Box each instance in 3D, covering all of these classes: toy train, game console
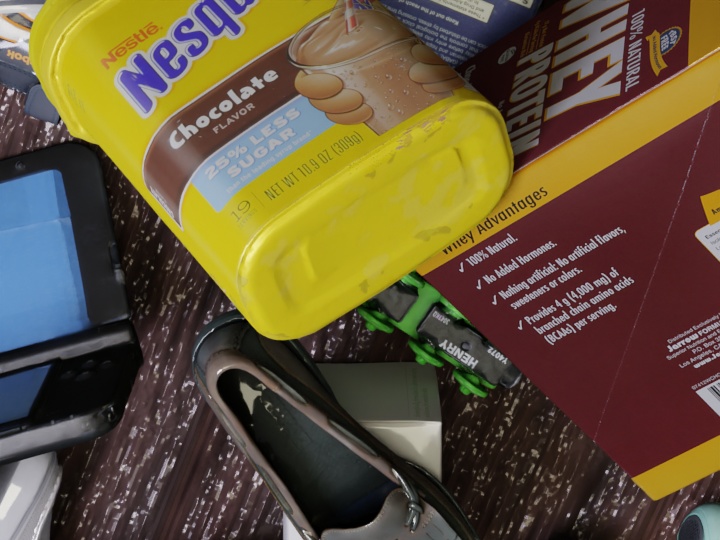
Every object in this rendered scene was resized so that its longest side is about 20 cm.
[{"bbox_3d":[0.000,0.000,1.118,0.200,0.056,0.042,34,97,-8],"label":"toy train"},{"bbox_3d":[-0.221,0.029,1.063,0.199,0.176,0.117,-16,104,4],"label":"game console"}]

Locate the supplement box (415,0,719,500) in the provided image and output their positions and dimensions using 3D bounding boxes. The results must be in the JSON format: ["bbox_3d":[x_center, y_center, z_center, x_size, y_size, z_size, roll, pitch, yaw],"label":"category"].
[{"bbox_3d":[0.158,-0.032,1.016,0.197,0.133,0.200,-31,117,32],"label":"supplement box"}]

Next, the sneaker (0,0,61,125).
[{"bbox_3d":[-0.162,-0.111,1.078,0.199,0.078,0.080,-1,99,-1],"label":"sneaker"}]

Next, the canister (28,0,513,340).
[{"bbox_3d":[-0.042,-0.075,0.966,0.148,0.200,0.087,-33,139,-12],"label":"canister"}]

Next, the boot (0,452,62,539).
[{"bbox_3d":[-0.181,0.186,1.167,0.095,0.074,0.200,23,112,-12],"label":"boot"}]

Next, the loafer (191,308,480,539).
[{"bbox_3d":[-0.011,0.107,1.033,0.072,0.063,0.200,-40,101,9],"label":"loafer"}]

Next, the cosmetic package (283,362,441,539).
[{"bbox_3d":[0.000,0.157,1.134,0.085,0.108,0.201,1,106,0],"label":"cosmetic package"}]

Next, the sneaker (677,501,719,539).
[{"bbox_3d":[0.242,0.213,1.168,0.139,0.078,0.201,-4,114,0],"label":"sneaker"}]

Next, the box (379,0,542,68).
[{"bbox_3d":[0.032,-0.147,1.090,0.121,0.032,0.200,22,101,-5],"label":"box"}]
